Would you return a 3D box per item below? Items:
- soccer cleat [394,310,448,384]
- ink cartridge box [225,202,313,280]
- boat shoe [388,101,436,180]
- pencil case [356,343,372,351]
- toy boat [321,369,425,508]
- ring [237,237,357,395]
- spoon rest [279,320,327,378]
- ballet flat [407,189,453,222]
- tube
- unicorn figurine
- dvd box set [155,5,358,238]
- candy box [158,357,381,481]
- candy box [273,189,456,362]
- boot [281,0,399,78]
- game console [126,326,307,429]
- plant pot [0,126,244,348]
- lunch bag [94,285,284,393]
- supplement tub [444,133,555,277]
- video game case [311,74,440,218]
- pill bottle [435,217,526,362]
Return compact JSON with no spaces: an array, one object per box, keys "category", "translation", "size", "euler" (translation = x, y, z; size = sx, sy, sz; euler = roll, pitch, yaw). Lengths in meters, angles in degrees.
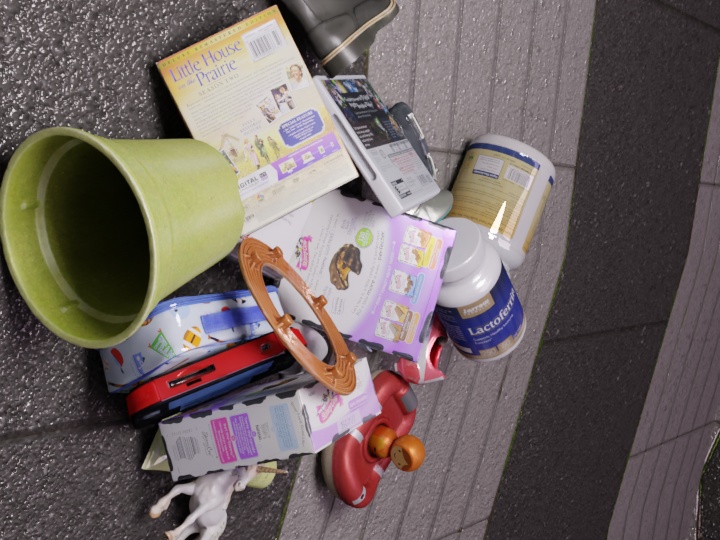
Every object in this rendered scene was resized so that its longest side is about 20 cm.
[{"category":"soccer cleat","translation":[0.099,0.069,1.513],"size":[0.067,0.075,0.204],"euler":[45,49,-59]},{"category":"ink cartridge box","translation":[-0.119,-0.109,1.179],"size":[0.144,0.084,0.203],"euler":[32,77,-52]},{"category":"boat shoe","translation":[0.078,-0.143,1.437],"size":[0.060,0.075,0.202],"euler":[-48,138,-21]},{"category":"pencil case","translation":[0.043,0.012,1.443],"size":[0.090,0.082,0.204],"euler":[-14,116,-64]},{"category":"toy boat","translation":[0.036,0.252,1.490],"size":[0.201,0.129,0.131],"euler":[-55,140,-23]},{"category":"ring","translation":[-0.062,0.045,1.102],"size":[0.019,0.202,0.200],"euler":[-35,144,12]},{"category":"spoon rest","translation":[-0.092,0.117,1.295],"size":[0.202,0.097,0.061],"euler":[99,6,-52]},{"category":"ballet flat","translation":[0.029,-0.062,1.349],"size":[0.198,0.068,0.064],"euler":[-31,128,3]},{"category":"tube","translation":[-0.182,0.227,1.263],"size":[0.199,0.051,0.059],"euler":[32,39,-48]},{"category":"unicorn figurine","translation":[-0.184,0.285,1.234],"size":[0.136,0.074,0.201],"euler":[-31,163,-34]},{"category":"dvd box set","translation":[-0.108,-0.157,1.089],"size":[0.145,0.029,0.203],"euler":[-28,94,-10]},{"category":"candy box","translation":[-0.101,0.169,1.177],"size":[0.167,0.197,0.073],"euler":[-16,89,-62]},{"category":"candy box","translation":[0.000,0.000,1.280],"size":[0.072,0.196,0.171],"euler":[-164,-88,-85]},{"category":"boot","translation":[-0.030,-0.331,1.227],"size":[0.139,0.077,0.201],"euler":[50,29,-15]},{"category":"game console","translation":[-0.157,0.122,1.121],"size":[0.197,0.032,0.177],"euler":[-21,167,-15]},{"category":"plant pot","translation":[-0.216,-0.050,1.005],"size":[0.183,0.197,0.205],"euler":[-27,125,-56]},{"category":"lunch bag","translation":[-0.174,0.071,1.116],"size":[0.198,0.159,0.077],"euler":[-10,73,-52]},{"category":"supplement tub","translation":[0.200,-0.088,1.563],"size":[0.144,0.143,0.203],"euler":[34,77,-53]},{"category":"video game case","translation":[0.019,-0.156,1.248],"size":[0.183,0.023,0.200],"euler":[57,20,1]},{"category":"pill bottle","translation":[0.152,0.027,1.434],"size":[0.117,0.114,0.201],"euler":[-55,138,-22]}]
